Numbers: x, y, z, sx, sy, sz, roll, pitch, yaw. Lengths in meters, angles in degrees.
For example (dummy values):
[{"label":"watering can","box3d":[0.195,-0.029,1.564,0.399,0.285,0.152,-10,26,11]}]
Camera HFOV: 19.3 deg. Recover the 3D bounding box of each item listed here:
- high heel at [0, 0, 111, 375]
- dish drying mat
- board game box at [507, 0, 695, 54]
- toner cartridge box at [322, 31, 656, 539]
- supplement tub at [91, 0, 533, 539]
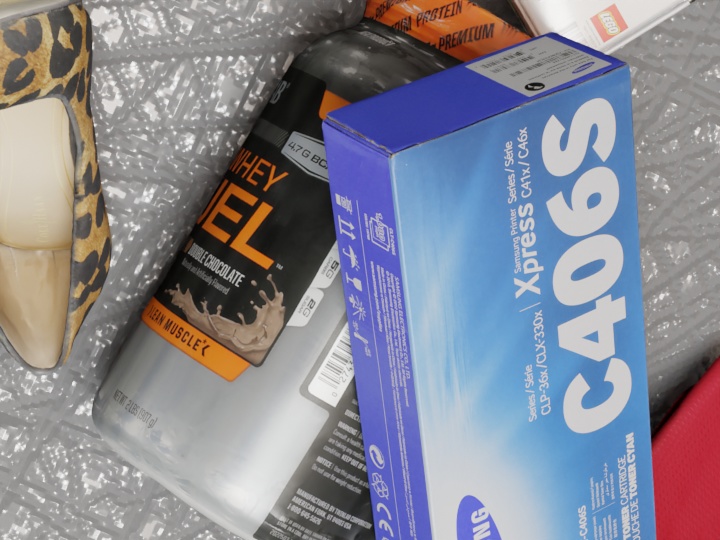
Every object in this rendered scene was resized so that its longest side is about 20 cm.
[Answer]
[{"label":"high heel","box3d":[-0.120,-0.021,0.698,0.071,0.200,0.143,-2,98,5]},{"label":"dish drying mat","box3d":[0.103,0.122,0.835,0.200,0.018,0.077,-46,127,-32]},{"label":"board game box","box3d":[0.077,-0.189,0.790,0.126,0.035,0.200,-31,103,3]},{"label":"toner cartridge box","box3d":[0.048,0.030,0.713,0.095,0.043,0.200,-22,121,-25]},{"label":"supplement tub","box3d":[0.000,0.000,0.774,0.122,0.123,0.200,31,90,-19]}]
